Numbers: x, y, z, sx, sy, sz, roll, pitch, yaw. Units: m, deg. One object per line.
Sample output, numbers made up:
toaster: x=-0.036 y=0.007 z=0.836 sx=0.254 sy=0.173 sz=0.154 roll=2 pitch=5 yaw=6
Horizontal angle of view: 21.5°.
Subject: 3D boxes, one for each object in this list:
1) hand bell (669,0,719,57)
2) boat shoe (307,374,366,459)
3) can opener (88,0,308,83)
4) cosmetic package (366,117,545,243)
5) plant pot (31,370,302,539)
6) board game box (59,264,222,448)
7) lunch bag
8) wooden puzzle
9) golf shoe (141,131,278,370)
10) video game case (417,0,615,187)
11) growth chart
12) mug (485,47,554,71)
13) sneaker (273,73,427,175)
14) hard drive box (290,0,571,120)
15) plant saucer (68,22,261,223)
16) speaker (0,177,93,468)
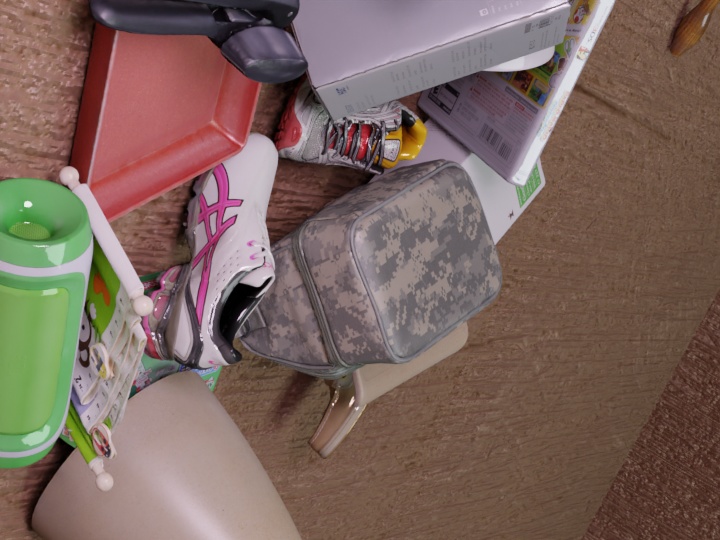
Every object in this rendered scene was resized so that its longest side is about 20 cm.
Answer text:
hand bell: x=0.444 y=-0.345 z=2.362 sx=0.104 sy=0.104 sz=0.200 roll=-32 pitch=158 yaw=-50
boat shoe: x=-0.011 y=0.089 z=1.901 sx=0.201 sy=0.069 sz=0.074 roll=-63 pitch=-176 yaw=-8
can opener: x=-0.101 y=-0.174 z=1.241 sx=0.064 sy=0.079 sz=0.200 roll=-56 pitch=152 yaw=16
cosmetic package: x=0.085 y=-0.073 z=1.782 sx=0.200 sy=0.085 sz=0.108 roll=-50 pitch=134 yaw=-40
plant pot: x=-0.134 y=0.219 z=1.553 sx=0.187 sy=0.200 sz=0.187 roll=-42 pitch=164 yaw=-15
board game box: x=-0.164 y=0.061 z=1.561 sx=0.200 sy=0.029 sz=0.135 roll=-18 pitch=135 yaw=-61
lunch bag: x=0.000 y=0.000 z=1.608 sx=0.200 sy=0.167 sz=0.140 roll=-34 pitch=111 yaw=-49
wooden puzzle: x=0.025 y=0.009 z=1.814 sx=0.185 sy=0.046 sz=0.201 roll=-26 pitch=112 yaw=-49
golf shoe: x=-0.097 y=-0.014 z=1.485 sx=0.073 sy=0.092 sz=0.201 roll=48 pitch=57 yaw=-58
video game case: x=0.136 y=-0.193 z=1.706 sx=0.023 sy=0.200 sz=0.183 roll=17 pitch=106 yaw=-30
growth chart: x=-0.191 y=0.038 z=1.319 sx=0.018 sy=0.145 sz=0.200 roll=-15 pitch=141 yaw=-34
mug: x=0.094 y=-0.274 z=1.598 sx=0.149 sy=0.187 sz=0.154 roll=-6 pitch=121 yaw=-25
sneaker: x=-0.005 y=-0.123 z=1.600 sx=0.200 sy=0.082 sz=0.078 roll=-17 pitch=134 yaw=-60
hard drive box: x=0.053 y=-0.190 z=1.449 sx=0.199 sy=0.077 sz=0.156 roll=-19 pitch=175 yaw=2
plant saucer: x=-0.132 y=-0.145 z=1.341 sx=0.199 sy=0.037 sz=0.201 roll=-34 pitch=147 yaw=-49
speaker: x=-0.232 y=0.038 z=1.285 sx=0.088 sy=0.088 sz=0.201 roll=-36 pitch=150 yaw=-46
